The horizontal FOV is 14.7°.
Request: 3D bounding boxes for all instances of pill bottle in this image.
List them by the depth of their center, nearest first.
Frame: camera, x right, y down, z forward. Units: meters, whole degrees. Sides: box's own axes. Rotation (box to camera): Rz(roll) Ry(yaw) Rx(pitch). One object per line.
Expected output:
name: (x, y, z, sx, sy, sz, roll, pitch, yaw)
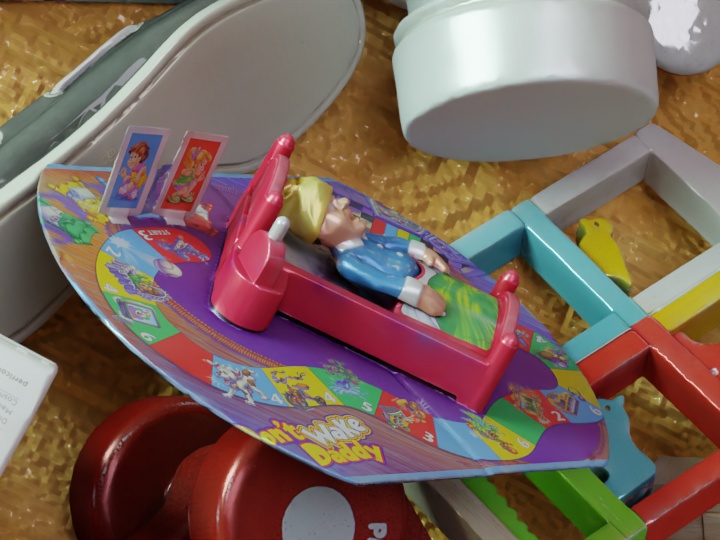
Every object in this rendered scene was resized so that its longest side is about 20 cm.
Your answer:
pill bottle: (0.049, -0.146, 0.978, 0.114, 0.114, 0.200, 0, 74, -20)

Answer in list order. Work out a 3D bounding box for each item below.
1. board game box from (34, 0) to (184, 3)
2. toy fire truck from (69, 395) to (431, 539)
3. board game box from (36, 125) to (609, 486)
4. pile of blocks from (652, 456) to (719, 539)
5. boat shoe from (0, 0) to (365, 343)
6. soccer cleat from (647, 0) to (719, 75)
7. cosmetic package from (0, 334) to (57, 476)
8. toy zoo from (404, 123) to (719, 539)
board game box: (-0.102, -0.155, 0.931, 0.200, 0.105, 0.103, -1, 74, -21)
toy fire truck: (-0.045, 0.141, 0.869, 0.200, 0.112, 0.168, -40, 109, -25)
board game box: (0.000, 0.000, 0.871, 0.200, 0.039, 0.158, 0, 36, -48)
pile of blocks: (0.106, 0.148, 0.950, 0.062, 0.082, 0.200, 1, 55, 25)
boat shoe: (-0.083, -0.046, 0.930, 0.200, 0.057, 0.067, -40, 130, -29)
soccer cleat: (0.125, -0.171, 1.030, 0.069, 0.085, 0.200, 12, 70, -17)
cosmetic package: (-0.177, 0.098, 0.806, 0.085, 0.108, 0.200, 29, 79, -12)
toy zoo: (0.094, 0.024, 0.965, 0.200, 0.020, 0.131, -30, 60, -25)
